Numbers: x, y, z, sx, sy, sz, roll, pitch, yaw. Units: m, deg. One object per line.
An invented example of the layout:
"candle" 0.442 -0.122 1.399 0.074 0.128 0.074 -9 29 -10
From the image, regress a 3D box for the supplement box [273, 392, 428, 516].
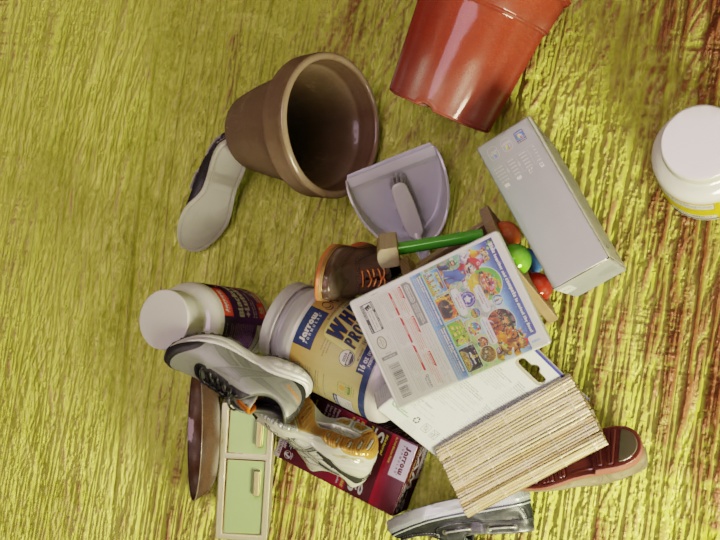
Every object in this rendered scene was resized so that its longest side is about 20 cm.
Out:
"supplement box" -0.012 0.249 1.217 0.200 0.061 0.109 21 95 23

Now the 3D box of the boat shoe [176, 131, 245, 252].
"boat shoe" -0.233 -0.124 1.350 0.200 0.074 0.060 -66 24 22

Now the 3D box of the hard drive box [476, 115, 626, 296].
"hard drive box" 0.242 -0.075 1.085 0.077 0.156 0.200 -32 73 18

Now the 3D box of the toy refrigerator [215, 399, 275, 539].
"toy refrigerator" -0.164 0.282 1.246 0.076 0.070 0.200 4 96 -1

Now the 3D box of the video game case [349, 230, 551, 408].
"video game case" 0.102 0.060 1.020 0.200 0.018 0.143 -26 85 18

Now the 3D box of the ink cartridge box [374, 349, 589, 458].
"ink cartridge box" 0.154 0.159 1.095 0.200 0.200 0.041 -39 28 16

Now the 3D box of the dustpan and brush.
"dustpan and brush" 0.075 -0.059 1.204 0.139 0.057 0.200 -21 106 5

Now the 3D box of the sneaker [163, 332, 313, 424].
"sneaker" -0.165 0.141 1.129 0.200 0.074 0.079 17 50 7

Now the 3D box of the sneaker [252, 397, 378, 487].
"sneaker" -0.073 0.227 1.165 0.200 0.076 0.088 25 128 23

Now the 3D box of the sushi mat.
"sushi mat" 0.196 0.216 1.068 0.200 0.012 0.096 -32 69 12

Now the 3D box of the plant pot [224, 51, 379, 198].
"plant pot" -0.097 -0.203 1.247 0.174 0.200 0.201 3 86 43

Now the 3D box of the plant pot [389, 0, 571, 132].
"plant pot" 0.142 -0.299 1.141 0.201 0.201 0.195 30 106 23

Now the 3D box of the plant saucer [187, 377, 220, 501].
"plant saucer" -0.230 0.234 1.269 0.032 0.200 0.201 1 84 -17

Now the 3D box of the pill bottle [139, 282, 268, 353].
"pill bottle" -0.224 0.074 1.251 0.111 0.200 0.112 -2 84 23

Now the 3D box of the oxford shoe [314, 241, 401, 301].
"oxford shoe" 0.000 0.000 1.161 0.073 0.200 0.071 10 108 22

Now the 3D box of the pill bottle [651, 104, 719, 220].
"pill bottle" 0.396 -0.125 0.996 0.111 0.200 0.112 -2 84 23

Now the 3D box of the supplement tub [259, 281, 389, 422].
"supplement tub" -0.024 0.107 1.190 0.200 0.144 0.145 22 94 24

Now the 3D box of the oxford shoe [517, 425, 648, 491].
"oxford shoe" 0.261 0.251 1.086 0.200 0.075 0.071 -14 49 26

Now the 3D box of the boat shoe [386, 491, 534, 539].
"boat shoe" 0.131 0.336 1.139 0.200 0.072 0.071 -18 74 19

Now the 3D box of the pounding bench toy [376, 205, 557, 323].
"pounding bench toy" 0.133 -0.004 1.086 0.156 0.200 0.124 -34 31 17
